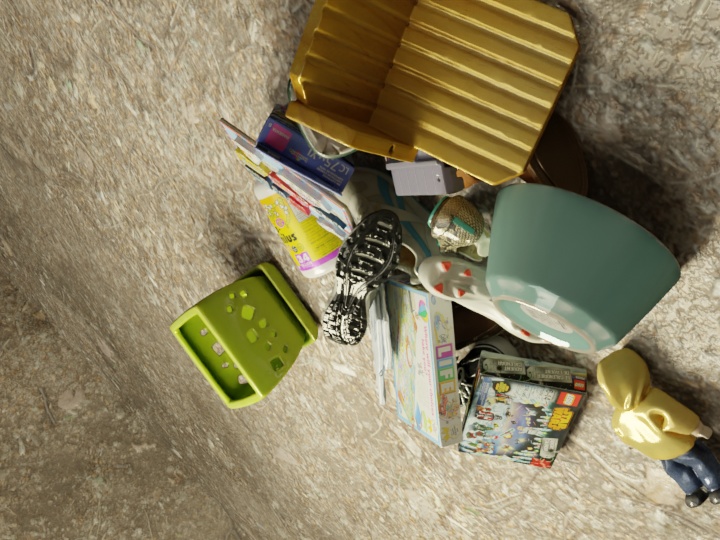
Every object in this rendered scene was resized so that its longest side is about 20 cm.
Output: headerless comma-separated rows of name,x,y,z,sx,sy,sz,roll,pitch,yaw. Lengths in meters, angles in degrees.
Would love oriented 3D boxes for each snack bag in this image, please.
snack bag,0.026,0.069,1.183,0.190,0.021,0.202,-97,3,-45

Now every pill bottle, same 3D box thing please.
pill bottle,-0.086,-0.098,1.181,0.104,0.104,0.202,-9,116,56

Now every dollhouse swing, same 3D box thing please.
dollhouse swing,0.071,-0.189,0.744,0.175,0.181,0.202,33,107,31

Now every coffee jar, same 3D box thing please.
coffee jar,-0.032,-0.197,0.938,0.200,0.084,0.105,-100,-15,-72

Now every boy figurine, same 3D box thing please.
boy figurine,0.340,0.179,0.944,0.201,0.064,0.124,50,150,4

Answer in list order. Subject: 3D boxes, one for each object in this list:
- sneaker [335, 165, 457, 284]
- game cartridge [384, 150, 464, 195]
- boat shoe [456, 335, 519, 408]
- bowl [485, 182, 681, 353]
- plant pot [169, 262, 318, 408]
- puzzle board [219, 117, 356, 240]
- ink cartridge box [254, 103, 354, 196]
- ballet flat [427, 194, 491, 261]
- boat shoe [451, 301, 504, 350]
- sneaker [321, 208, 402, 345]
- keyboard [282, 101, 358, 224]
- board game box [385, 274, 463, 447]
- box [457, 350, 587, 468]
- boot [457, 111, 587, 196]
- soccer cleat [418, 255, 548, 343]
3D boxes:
sneaker,0.033,-0.063,1.079,0.199,0.081,0.077,38,147,20
game cartridge,0.052,-0.182,0.896,0.129,0.038,0.203,6,111,63
boat shoe,0.155,0.154,1.161,0.074,0.068,0.199,50,150,1
bowl,0.205,0.011,0.826,0.199,0.106,0.201,29,171,5
plant pot,-0.202,0.110,1.485,0.200,0.181,0.199,53,149,-5
puzzle board,-0.085,-0.104,1.031,0.199,0.017,0.151,36,172,16
ink cartridge box,-0.066,-0.152,1.011,0.118,0.042,0.200,30,-164,-11
ballet flat,0.120,-0.041,0.928,0.075,0.068,0.200,34,-175,8
boat shoe,0.131,0.079,1.106,0.075,0.075,0.202,51,150,-1
sneaker,0.000,0.000,1.040,0.073,0.080,0.202,20,127,-5
keyboard,-0.050,-0.143,1.133,0.202,0.056,0.011,60,162,-15
board game box,0.082,0.115,1.088,0.134,0.034,0.203,-159,62,-67
box,0.210,0.190,1.092,0.135,0.040,0.202,9,139,5
boot,0.140,-0.121,0.876,0.201,0.076,0.155,50,149,7
soccer cleat,0.161,0.028,0.988,0.198,0.070,0.078,23,-174,-10
